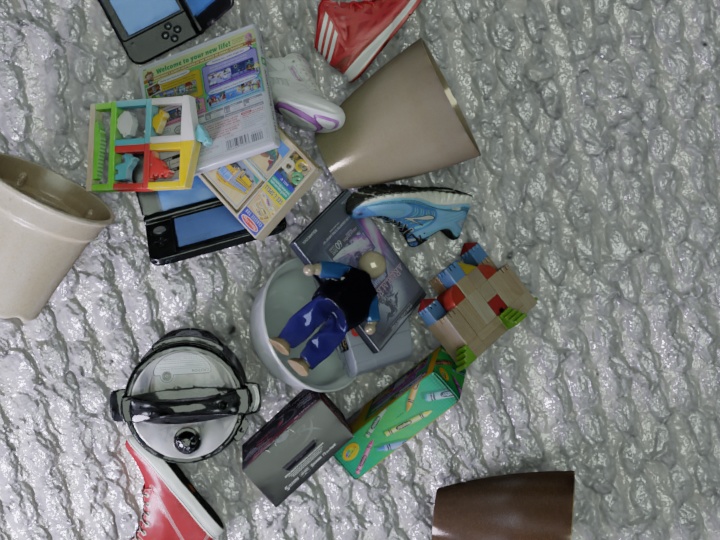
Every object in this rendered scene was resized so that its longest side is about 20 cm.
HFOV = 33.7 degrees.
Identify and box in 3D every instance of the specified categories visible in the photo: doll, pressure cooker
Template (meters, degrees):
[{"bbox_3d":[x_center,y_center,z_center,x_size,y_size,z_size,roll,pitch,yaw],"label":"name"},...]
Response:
[{"bbox_3d":[-0.035,0.046,1.633,0.200,0.048,0.137,-46,105,-19],"label":"doll"},{"bbox_3d":[-0.241,0.180,1.675,0.179,0.200,0.176,44,89,-5],"label":"pressure cooker"}]

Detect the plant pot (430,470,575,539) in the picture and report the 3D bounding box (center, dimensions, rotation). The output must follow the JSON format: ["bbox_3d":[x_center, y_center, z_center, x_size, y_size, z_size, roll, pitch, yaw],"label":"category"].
[{"bbox_3d":[0.208,0.379,1.753,0.200,0.187,0.187,5,92,9],"label":"plant pot"}]

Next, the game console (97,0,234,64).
[{"bbox_3d":[-0.296,-0.419,1.681,0.172,0.119,0.200,-28,95,-4],"label":"game console"}]

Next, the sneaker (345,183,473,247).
[{"bbox_3d":[0.073,-0.077,1.737,0.200,0.078,0.090,2,101,-24],"label":"sneaker"}]

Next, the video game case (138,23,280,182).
[{"bbox_3d":[-0.216,-0.232,1.680,0.200,0.022,0.182,-16,76,22],"label":"video game case"}]

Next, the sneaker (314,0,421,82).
[{"bbox_3d":[0.008,-0.384,1.734,0.115,0.078,0.200,38,88,-7],"label":"sneaker"}]

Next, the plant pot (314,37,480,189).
[{"bbox_3d":[0.042,-0.204,1.707,0.200,0.187,0.188,-26,95,10],"label":"plant pot"}]

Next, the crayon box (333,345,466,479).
[{"bbox_3d":[0.056,0.203,1.716,0.200,0.119,0.058,-40,96,18],"label":"crayon box"}]

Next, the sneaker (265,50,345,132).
[{"bbox_3d":[-0.091,-0.261,1.692,0.200,0.075,0.100,28,78,35],"label":"sneaker"}]

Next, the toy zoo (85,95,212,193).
[{"bbox_3d":[-0.299,-0.178,1.685,0.200,0.020,0.132,0,85,25],"label":"toy zoo"}]

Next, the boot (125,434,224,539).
[{"bbox_3d":[-0.314,0.347,1.742,0.144,0.072,0.200,-36,99,-1],"label":"boot"}]

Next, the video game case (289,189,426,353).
[{"bbox_3d":[0.000,0.000,1.713,0.200,0.019,0.143,52,49,-11],"label":"video game case"}]

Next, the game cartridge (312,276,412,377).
[{"bbox_3d":[0.004,0.046,1.735,0.133,0.041,0.200,-13,83,-46],"label":"game cartridge"}]

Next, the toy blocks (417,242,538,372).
[{"bbox_3d":[0.161,0.041,1.742,0.200,0.100,0.137,-38,90,-34],"label":"toy blocks"}]

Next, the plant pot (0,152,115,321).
[{"bbox_3d":[-0.473,-0.038,1.658,0.200,0.200,0.184,28,100,-6],"label":"plant pot"}]

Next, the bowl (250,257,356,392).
[{"bbox_3d":[-0.090,0.088,1.720,0.201,0.090,0.201,21,60,-40],"label":"bowl"}]

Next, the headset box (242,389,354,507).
[{"bbox_3d":[-0.092,0.245,1.692,0.149,0.200,0.075,-42,96,-3],"label":"headset box"}]

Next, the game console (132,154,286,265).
[{"bbox_3d":[-0.223,-0.116,1.708,0.200,0.176,0.117,-16,123,-4],"label":"game console"}]

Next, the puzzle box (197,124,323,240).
[{"bbox_3d":[-0.160,-0.155,1.669,0.133,0.025,0.200,-49,67,11],"label":"puzzle box"}]
